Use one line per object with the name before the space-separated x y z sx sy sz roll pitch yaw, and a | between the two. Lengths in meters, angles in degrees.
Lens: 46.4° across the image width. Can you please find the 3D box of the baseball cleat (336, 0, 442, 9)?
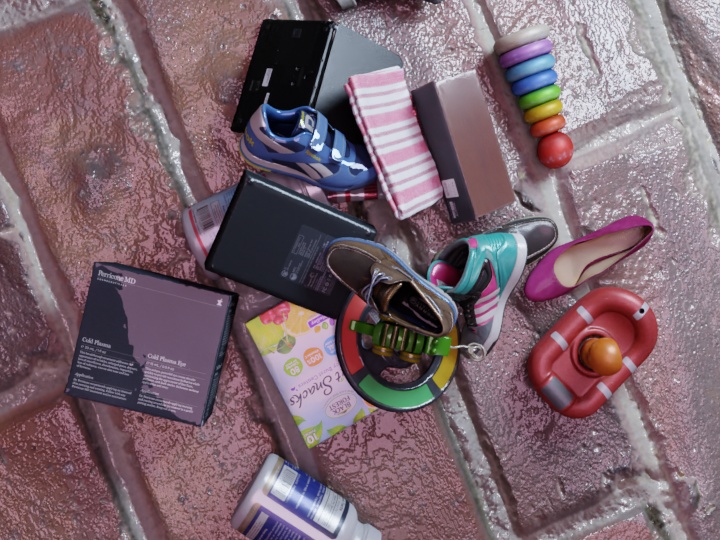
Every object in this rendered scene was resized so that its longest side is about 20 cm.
baseball cleat | 0.023 -0.414 1.219 0.198 0.070 0.108 30 96 8

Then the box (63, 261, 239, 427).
box | -0.288 0.099 1.181 0.196 0.104 0.186 14 90 -2

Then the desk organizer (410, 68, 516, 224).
desk organizer | 0.149 -0.178 1.210 0.076 0.071 0.204 -21 98 -23

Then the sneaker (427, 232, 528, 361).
sneaker | 0.144 0.035 1.161 0.118 0.084 0.204 7 117 -19

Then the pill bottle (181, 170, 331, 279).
pill bottle | -0.142 -0.076 1.180 0.197 0.109 0.111 -25 91 2

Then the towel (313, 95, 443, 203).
towel | 0.020 -0.178 1.235 0.195 0.023 0.148 -5 91 -2

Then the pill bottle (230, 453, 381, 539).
pill bottle | -0.075 0.359 1.184 0.198 0.116 0.117 33 89 -2

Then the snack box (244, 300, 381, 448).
snack box | -0.060 0.130 1.215 0.140 0.053 0.203 -27 92 -2

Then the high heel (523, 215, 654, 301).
high heel | 0.326 -0.018 1.209 0.198 0.096 0.068 -36 91 -2

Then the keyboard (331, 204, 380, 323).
keyboard | 0.000 0.000 1.239 0.056 0.011 0.201 -36 92 -2

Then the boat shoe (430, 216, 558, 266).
boat shoe | 0.200 -0.025 1.219 0.196 0.065 0.075 -22 93 -1

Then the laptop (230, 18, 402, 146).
laptop | -0.062 -0.256 1.217 0.196 0.103 0.181 9 77 26

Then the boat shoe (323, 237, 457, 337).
boat shoe | 0.037 0.020 1.090 0.197 0.072 0.073 27 106 5

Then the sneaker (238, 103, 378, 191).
sneaker | -0.059 -0.164 1.110 0.196 0.083 0.075 11 47 -14

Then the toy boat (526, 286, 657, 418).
toy boat | 0.337 0.117 1.192 0.131 0.131 0.200 45 89 -2

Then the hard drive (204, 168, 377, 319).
hard drive | -0.093 -0.031 1.128 0.197 0.033 0.142 22 104 -21

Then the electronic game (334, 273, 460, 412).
electronic game | 0.056 0.099 1.196 0.196 0.041 0.205 5 79 -23

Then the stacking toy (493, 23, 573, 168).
stacking toy | 0.258 -0.246 1.221 0.084 0.085 0.204 -17 96 -2

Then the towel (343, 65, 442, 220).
towel | 0.052 -0.178 1.160 0.029 0.146 0.204 -18 97 33

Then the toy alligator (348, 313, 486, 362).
toy alligator | 0.081 0.096 1.138 0.195 0.054 0.061 13 95 -3
